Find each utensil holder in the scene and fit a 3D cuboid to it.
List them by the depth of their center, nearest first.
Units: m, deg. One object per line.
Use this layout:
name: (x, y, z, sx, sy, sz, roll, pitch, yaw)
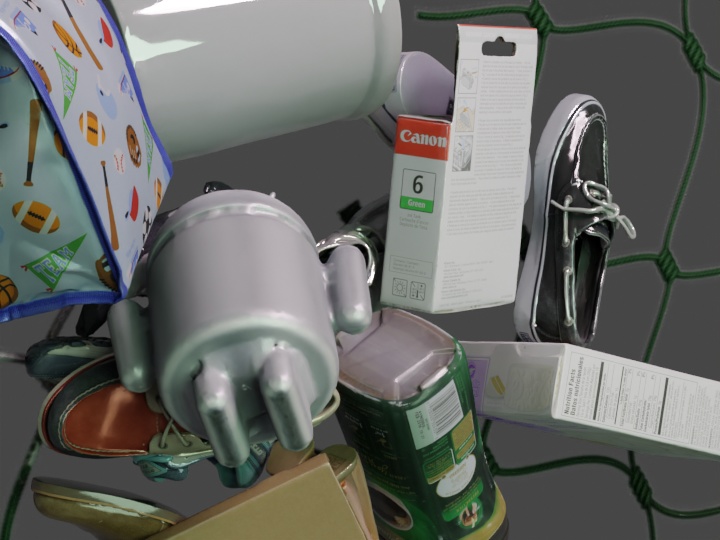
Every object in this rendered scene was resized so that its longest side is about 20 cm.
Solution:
utensil holder: (-0.100, -0.162, 1.429, 0.199, 0.170, 0.171, -18, 98, -28)

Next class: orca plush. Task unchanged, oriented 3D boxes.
orca plush: (-0.133, 0.002, 1.456, 0.200, 0.071, 0.106, -34, 117, -48)

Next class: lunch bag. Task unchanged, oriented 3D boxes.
lunch bag: (-0.202, -0.096, 1.244, 0.123, 0.170, 0.201, -12, 117, 9)

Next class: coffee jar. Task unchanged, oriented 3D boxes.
coffee jar: (0.042, 0.129, 1.504, 0.085, 0.104, 0.201, -38, 134, -25)

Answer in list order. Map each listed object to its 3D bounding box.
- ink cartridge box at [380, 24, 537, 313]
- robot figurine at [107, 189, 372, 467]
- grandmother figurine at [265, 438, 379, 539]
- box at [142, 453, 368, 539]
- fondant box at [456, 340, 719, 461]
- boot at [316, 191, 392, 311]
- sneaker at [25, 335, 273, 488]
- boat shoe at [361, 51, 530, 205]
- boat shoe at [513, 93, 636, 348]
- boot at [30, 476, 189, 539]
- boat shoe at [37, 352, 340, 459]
ink cartridge box: (0.071, -0.074, 1.504, 0.109, 0.050, 0.201, -6, 103, -54)
robot figurine: (-0.076, 0.028, 1.333, 0.169, 0.201, 0.113, -11, 133, 0)
grandmother figurine: (-0.001, 0.209, 1.506, 0.061, 0.121, 0.201, -39, 128, -27)
box: (-0.081, 0.232, 1.436, 0.199, 0.021, 0.164, -26, 116, -1)
fondant box: (0.185, 0.099, 1.604, 0.199, 0.144, 0.059, 16, 81, -30)
boot: (0.000, 0.000, 1.514, 0.074, 0.096, 0.200, 44, 65, 2)
sneaker: (-0.139, 0.099, 1.446, 0.199, 0.078, 0.087, 19, 82, -29)
boat shoe: (0.059, -0.105, 1.582, 0.200, 0.065, 0.074, 42, 58, -45)
boat shoe: (0.171, -0.038, 1.637, 0.073, 0.068, 0.200, 25, 75, -45)
boot: (-0.143, 0.194, 1.447, 0.199, 0.074, 0.076, 26, 85, -30)
boat shoe: (-0.111, 0.089, 1.390, 0.199, 0.063, 0.072, -7, 111, -29)
